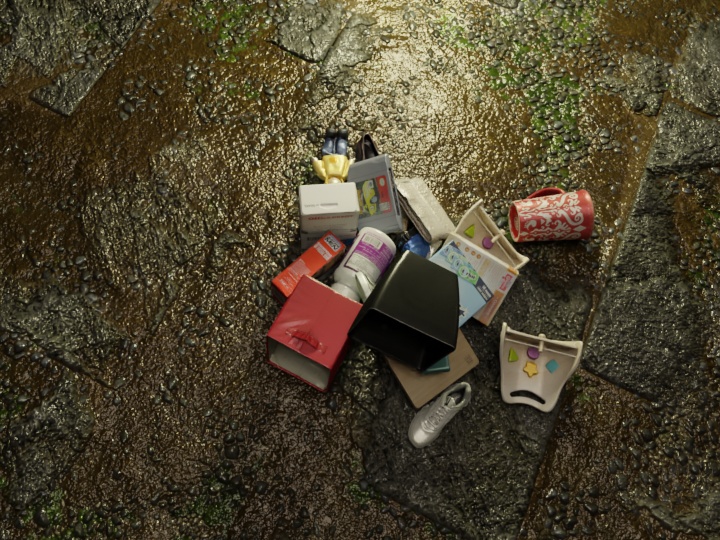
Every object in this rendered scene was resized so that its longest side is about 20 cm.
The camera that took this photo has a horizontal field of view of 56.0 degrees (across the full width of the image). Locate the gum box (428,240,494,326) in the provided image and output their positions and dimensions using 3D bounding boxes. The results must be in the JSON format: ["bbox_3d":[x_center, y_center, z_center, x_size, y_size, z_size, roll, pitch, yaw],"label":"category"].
[{"bbox_3d":[0.197,0.057,1.631,0.199,0.045,0.171,-39,91,-14],"label":"gum box"}]

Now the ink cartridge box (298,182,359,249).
[{"bbox_3d":[-0.083,-0.137,1.716,0.143,0.201,0.086,-4,68,-7],"label":"ink cartridge box"}]

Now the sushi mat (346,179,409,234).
[{"bbox_3d":[0.042,-0.170,1.825,0.197,0.012,0.097,20,93,3],"label":"sushi mat"}]

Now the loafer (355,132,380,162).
[{"bbox_3d":[0.033,-0.282,1.859,0.071,0.063,0.203,-13,72,-13],"label":"loafer"}]

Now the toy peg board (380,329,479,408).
[{"bbox_3d":[0.152,0.198,1.673,0.198,0.098,0.201,-32,89,-15],"label":"toy peg board"}]

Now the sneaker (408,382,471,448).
[{"bbox_3d":[0.190,0.338,1.614,0.075,0.081,0.200,44,72,11],"label":"sneaker"}]

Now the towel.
[{"bbox_3d":[0.169,-0.164,1.792,0.131,0.035,0.201,-14,65,-47],"label":"towel"}]

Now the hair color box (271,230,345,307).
[{"bbox_3d":[-0.130,0.003,1.704,0.064,0.111,0.200,43,71,12],"label":"hair color box"}]

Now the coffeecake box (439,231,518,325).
[{"bbox_3d":[0.278,0.019,1.718,0.198,0.073,0.155,31,102,8],"label":"coffeecake box"}]

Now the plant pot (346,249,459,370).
[{"bbox_3d":[0.110,0.079,1.481,0.197,0.200,0.179,25,63,-6],"label":"plant pot"}]

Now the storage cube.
[{"bbox_3d":[-0.107,0.151,1.602,0.169,0.201,0.181,26,62,7],"label":"storage cube"}]

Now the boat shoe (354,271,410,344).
[{"bbox_3d":[0.052,0.085,1.606,0.063,0.071,0.202,-26,72,-12],"label":"boat shoe"}]

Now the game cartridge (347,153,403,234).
[{"bbox_3d":[0.034,-0.191,1.778,0.131,0.041,0.204,-12,90,31],"label":"game cartridge"}]

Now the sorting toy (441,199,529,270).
[{"bbox_3d":[0.304,-0.047,1.777,0.179,0.107,0.201,-38,87,-4],"label":"sorting toy"}]

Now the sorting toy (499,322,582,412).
[{"bbox_3d":[0.422,0.246,1.662,0.196,0.107,0.183,14,77,3],"label":"sorting toy"}]

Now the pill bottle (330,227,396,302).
[{"bbox_3d":[0.000,0.000,1.717,0.111,0.113,0.201,30,68,7],"label":"pill bottle"}]

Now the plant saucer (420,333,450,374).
[{"bbox_3d":[0.168,0.138,1.582,0.069,0.019,0.204,-5,85,-12],"label":"plant saucer"}]

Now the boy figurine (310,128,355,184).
[{"bbox_3d":[-0.077,-0.289,1.855,0.122,0.065,0.203,7,64,-5],"label":"boy figurine"}]

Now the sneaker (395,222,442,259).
[{"bbox_3d":[0.122,-0.037,1.758,0.111,0.077,0.201,35,65,2],"label":"sneaker"}]

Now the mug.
[{"bbox_3d":[0.505,-0.144,1.835,0.196,0.178,0.136,-6,104,-3],"label":"mug"}]
